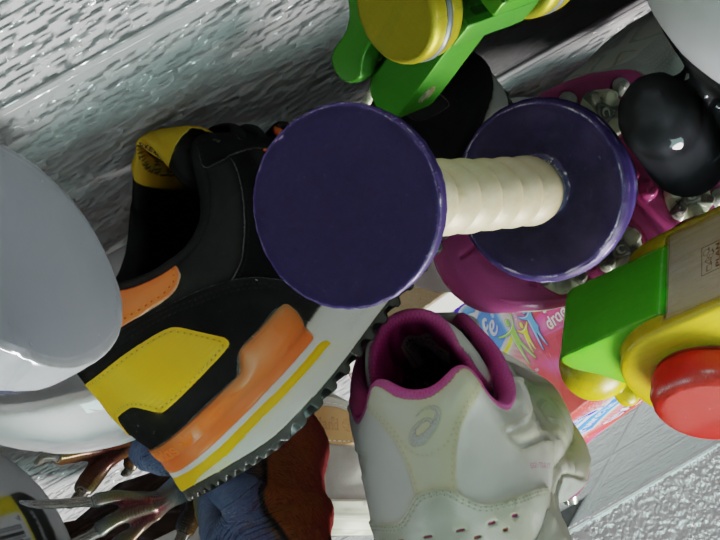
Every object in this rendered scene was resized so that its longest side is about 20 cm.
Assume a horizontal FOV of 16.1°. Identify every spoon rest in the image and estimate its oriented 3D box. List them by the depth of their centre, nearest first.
[{"bbox_3d":[-0.055,0.008,0.855,0.199,0.061,0.099,-22,-159,-35],"label":"spoon rest"}]

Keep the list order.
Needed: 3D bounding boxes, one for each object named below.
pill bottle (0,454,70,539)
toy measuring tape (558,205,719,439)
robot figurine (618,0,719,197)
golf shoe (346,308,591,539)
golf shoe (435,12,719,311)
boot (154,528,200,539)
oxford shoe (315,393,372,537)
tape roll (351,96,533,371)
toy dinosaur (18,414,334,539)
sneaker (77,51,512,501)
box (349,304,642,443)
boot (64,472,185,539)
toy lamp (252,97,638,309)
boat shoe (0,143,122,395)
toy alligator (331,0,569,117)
[{"bbox_3d":[-0.194,0.125,0.869,0.114,0.115,0.200,-36,167,26],"label":"pill bottle"},{"bbox_3d":[0.142,0.006,0.801,0.199,0.074,0.073,-27,174,43],"label":"toy measuring tape"},{"bbox_3d":[0.151,-0.096,0.776,0.124,0.152,0.200,6,175,17],"label":"robot figurine"},{"bbox_3d":[0.033,0.045,0.818,0.075,0.092,0.200,-13,-165,3],"label":"golf shoe"},{"bbox_3d":[0.100,-0.047,0.916,0.200,0.076,0.091,-37,-176,-21],"label":"golf shoe"},{"bbox_3d":[-0.064,0.141,0.900,0.200,0.090,0.073,-24,123,-58],"label":"boot"},{"bbox_3d":[-0.027,0.075,1.031,0.075,0.058,0.200,-1,177,-9],"label":"oxford shoe"},{"bbox_3d":[0.000,0.000,1.026,0.202,0.037,0.203,-30,169,-6],"label":"tape roll"},{"bbox_3d":[-0.040,0.069,0.818,0.201,0.105,0.181,-57,-155,-17],"label":"toy dinosaur"},{"bbox_3d":[-0.024,-0.025,0.795,0.070,0.090,0.200,-33,-163,49],"label":"sneaker"},{"bbox_3d":[0.086,0.024,1.182,0.094,0.103,0.200,-21,166,-36],"label":"box"},{"bbox_3d":[-0.132,0.123,1.104,0.185,0.065,0.200,2,-168,11],"label":"boot"},{"bbox_3d":[0.035,-0.021,0.719,0.058,0.058,0.200,-35,172,21],"label":"toy lamp"},{"bbox_3d":[-0.139,0.008,0.648,0.070,0.071,0.200,-26,170,26],"label":"boat shoe"},{"bbox_3d":[0.020,-0.083,0.688,0.059,0.054,0.200,-24,168,-40],"label":"toy alligator"}]
